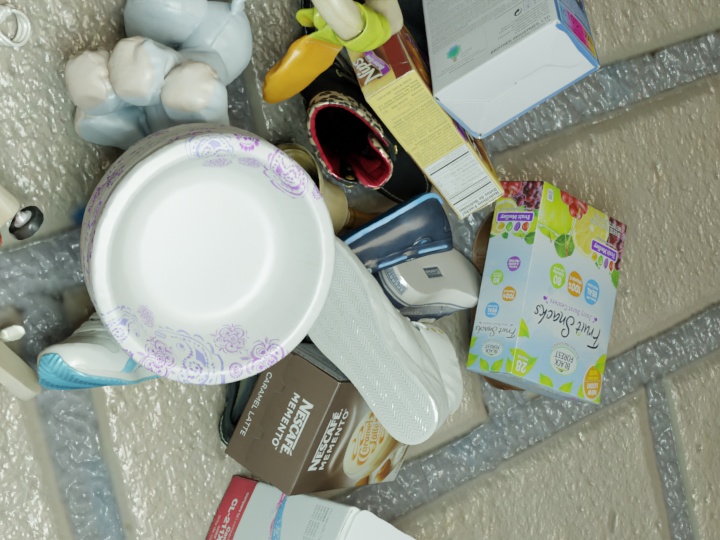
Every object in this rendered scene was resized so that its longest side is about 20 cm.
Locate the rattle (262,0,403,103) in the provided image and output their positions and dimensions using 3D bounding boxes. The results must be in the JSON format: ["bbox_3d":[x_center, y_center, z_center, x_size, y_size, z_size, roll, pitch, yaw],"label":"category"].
[{"bbox_3d":[-0.056,-0.272,1.158,0.130,0.142,0.202,-40,104,-41],"label":"rattle"}]

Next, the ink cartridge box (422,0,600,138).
[{"bbox_3d":[0.131,-0.240,1.221,0.076,0.135,0.202,37,35,-40],"label":"ink cartridge box"}]

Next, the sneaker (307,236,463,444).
[{"bbox_3d":[0.016,0.052,1.166,0.202,0.073,0.115,59,21,6],"label":"sneaker"}]

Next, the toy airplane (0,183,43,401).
[{"bbox_3d":[-0.335,0.018,1.021,0.199,0.139,0.203,-13,84,-67],"label":"toy airplane"}]

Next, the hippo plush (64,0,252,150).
[{"bbox_3d":[-0.143,-0.180,1.148,0.198,0.159,0.163,23,64,-15],"label":"hippo plush"}]

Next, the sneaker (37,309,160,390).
[{"bbox_3d":[-0.207,0.057,1.132,0.199,0.075,0.082,-9,93,-66],"label":"sneaker"}]

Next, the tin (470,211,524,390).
[{"bbox_3d":[0.173,0.031,1.462,0.110,0.042,0.204,0,90,-32],"label":"tin"}]

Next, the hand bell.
[{"bbox_3d":[-0.010,-0.049,1.308,0.199,0.103,0.106,15,81,-47],"label":"hand bell"}]

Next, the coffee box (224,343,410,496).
[{"bbox_3d":[-0.021,0.135,1.226,0.199,0.079,0.116,7,110,-60],"label":"coffee box"}]

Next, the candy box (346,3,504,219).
[{"bbox_3d":[0.059,-0.153,1.262,0.056,0.118,0.200,-29,138,12],"label":"candy box"}]

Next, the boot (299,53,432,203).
[{"bbox_3d":[0.007,-0.116,1.260,0.073,0.151,0.201,-34,115,10],"label":"boot"}]

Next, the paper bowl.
[{"bbox_3d":[-0.127,-0.019,1.076,0.197,0.104,0.204,-6,108,-19],"label":"paper bowl"}]

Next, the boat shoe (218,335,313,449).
[{"bbox_3d":[-0.075,0.077,1.247,0.074,0.066,0.201,31,74,12],"label":"boat shoe"}]

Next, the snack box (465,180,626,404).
[{"bbox_3d":[0.200,0.026,1.407,0.167,0.067,0.203,20,79,-45],"label":"snack box"}]

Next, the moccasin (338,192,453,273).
[{"bbox_3d":[0.000,0.000,1.217,0.198,0.080,0.069,-29,97,-7],"label":"moccasin"}]

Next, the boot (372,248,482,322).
[{"bbox_3d":[0.052,0.026,1.359,0.199,0.090,0.073,5,51,-58],"label":"boot"}]

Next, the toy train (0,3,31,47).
[{"bbox_3d":[-0.278,-0.297,1.111,0.149,0.055,0.202,34,71,-31],"label":"toy train"}]

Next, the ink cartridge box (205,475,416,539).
[{"bbox_3d":[-0.029,0.264,1.212,0.145,0.199,0.084,35,71,-30],"label":"ink cartridge box"}]

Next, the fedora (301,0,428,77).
[{"bbox_3d":[0.039,-0.255,1.322,0.198,0.091,0.204,-1,91,-36],"label":"fedora"}]
